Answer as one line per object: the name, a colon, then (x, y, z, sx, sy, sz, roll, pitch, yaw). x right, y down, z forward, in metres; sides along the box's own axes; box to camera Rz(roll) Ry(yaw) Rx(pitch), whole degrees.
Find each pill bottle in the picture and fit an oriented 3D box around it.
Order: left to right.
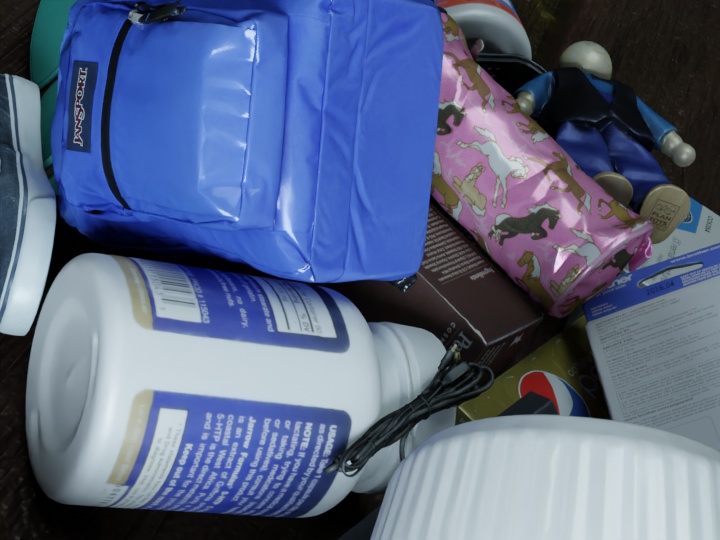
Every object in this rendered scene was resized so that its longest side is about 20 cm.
pill bottle: (-0.057, 0.063, 0.756, 0.198, 0.120, 0.120, 9, 42, -30)
pill bottle: (0.055, -0.211, 1.164, 0.111, 0.113, 0.201, 12, 40, -27)

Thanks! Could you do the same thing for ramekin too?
ramekin: (0.094, 0.137, 0.660, 0.201, 0.202, 0.095, 19, 61, -18)

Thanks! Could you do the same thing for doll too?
doll: (0.167, -0.093, 1.011, 0.135, 0.049, 0.201, 11, 34, -13)

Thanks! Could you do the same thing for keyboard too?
keyboard: (0.032, 0.119, 0.739, 0.199, 0.020, 0.128, -33, 113, -35)

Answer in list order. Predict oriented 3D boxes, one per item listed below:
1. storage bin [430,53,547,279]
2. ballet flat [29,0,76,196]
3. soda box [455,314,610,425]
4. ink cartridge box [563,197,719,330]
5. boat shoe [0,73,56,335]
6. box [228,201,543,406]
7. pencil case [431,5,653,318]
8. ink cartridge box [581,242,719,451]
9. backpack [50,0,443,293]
storage bin: (0.068, -0.070, 1.029, 0.199, 0.094, 0.136, -7, 52, -41)
ballet flat: (-0.167, -0.109, 0.930, 0.070, 0.067, 0.201, 37, 29, -36)
soda box: (0.117, 0.087, 0.908, 0.068, 0.064, 0.199, 44, 37, 14)
ink cartridge box: (0.253, 0.044, 1.046, 0.199, 0.086, 0.147, 32, 36, 0)
boat shoe: (-0.219, -0.043, 0.804, 0.090, 0.071, 0.201, 11, 34, -25)
box: (0.000, 0.000, 0.887, 0.200, 0.100, 0.075, 45, 33, 17)
pencil case: (0.083, -0.063, 0.888, 0.200, 0.086, 0.083, 50, 2, 16)
ink cartridge box: (0.196, 0.063, 0.837, 0.201, 0.118, 0.042, -97, 163, -53)
backpack: (-0.078, -0.084, 0.778, 0.199, 0.164, 0.167, 10, 2, 41)
